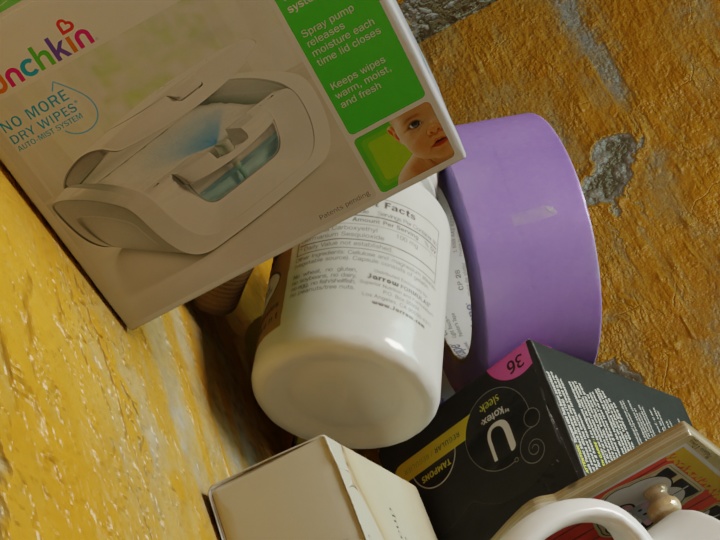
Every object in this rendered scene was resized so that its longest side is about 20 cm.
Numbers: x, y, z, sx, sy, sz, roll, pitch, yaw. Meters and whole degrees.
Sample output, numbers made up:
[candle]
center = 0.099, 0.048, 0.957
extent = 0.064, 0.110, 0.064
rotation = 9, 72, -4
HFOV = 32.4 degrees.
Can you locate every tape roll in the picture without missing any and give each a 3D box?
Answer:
[tape roll]
center = 0.099, -0.009, 0.899
extent = 0.200, 0.084, 0.203
rotation = 169, -90, -80

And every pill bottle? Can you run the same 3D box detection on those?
[pill bottle]
center = 0.000, 0.000, 0.784
extent = 0.115, 0.113, 0.202
rotation = 57, 30, -42

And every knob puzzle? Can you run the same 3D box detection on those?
[knob puzzle]
center = 0.150, 0.179, 0.755
extent = 0.220, 0.218, 0.031
rotation = 54, 12, -52

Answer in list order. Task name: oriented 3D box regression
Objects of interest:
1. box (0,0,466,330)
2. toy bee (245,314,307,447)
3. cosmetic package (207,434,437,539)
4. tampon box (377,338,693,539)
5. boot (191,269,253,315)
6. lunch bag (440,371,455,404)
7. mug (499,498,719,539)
[box]
center = -0.076, -0.100, 0.613
extent = 0.177, 0.198, 0.097
rotation = 59, 8, -34
[toy bee]
center = -0.017, 0.051, 0.865
extent = 0.129, 0.110, 0.200
rotation = 9, 25, -23
[cosmetic package]
center = -0.004, 0.168, 0.698
extent = 0.104, 0.072, 0.200
rotation = 67, 7, 21
[tampon box]
center = 0.140, 0.158, 0.859
extent = 0.199, 0.150, 0.127
rotation = 23, 38, -42
[boot]
center = -0.070, -0.080, 0.803
extent = 0.070, 0.145, 0.202
rotation = 16, 30, -14
[lunch bag]
center = 0.107, 0.061, 1.083
extent = 0.169, 0.126, 0.202
rotation = 28, 41, -69
[mug]
center = 0.130, 0.212, 0.628
extent = 0.201, 0.174, 0.147
rotation = 60, -18, -9
